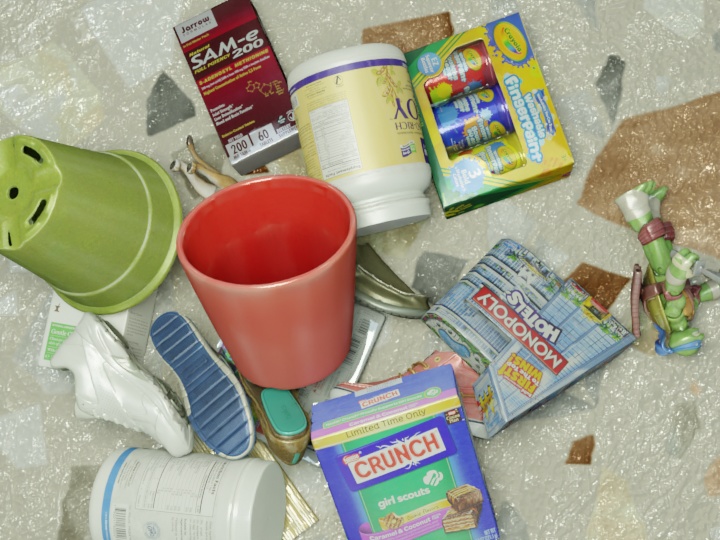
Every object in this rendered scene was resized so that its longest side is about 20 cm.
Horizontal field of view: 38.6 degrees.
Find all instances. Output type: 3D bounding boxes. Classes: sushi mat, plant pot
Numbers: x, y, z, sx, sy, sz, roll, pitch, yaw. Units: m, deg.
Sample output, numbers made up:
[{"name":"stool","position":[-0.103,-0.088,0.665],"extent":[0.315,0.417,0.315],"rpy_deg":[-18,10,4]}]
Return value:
[{"name":"sushi mat","position":[-0.146,0.252,1.256],"extent":[0.095,0.012,0.201],"rpy_deg":[-38,80,1]},{"name":"plant pot","position":[-0.090,0.022,1.144],"extent":[0.198,0.179,0.201],"rpy_deg":[-5,39,4]},{"name":"plant pot","position":[-0.331,-0.063,1.141],"extent":[0.198,0.190,0.202],"rpy_deg":[-4,79,20]}]

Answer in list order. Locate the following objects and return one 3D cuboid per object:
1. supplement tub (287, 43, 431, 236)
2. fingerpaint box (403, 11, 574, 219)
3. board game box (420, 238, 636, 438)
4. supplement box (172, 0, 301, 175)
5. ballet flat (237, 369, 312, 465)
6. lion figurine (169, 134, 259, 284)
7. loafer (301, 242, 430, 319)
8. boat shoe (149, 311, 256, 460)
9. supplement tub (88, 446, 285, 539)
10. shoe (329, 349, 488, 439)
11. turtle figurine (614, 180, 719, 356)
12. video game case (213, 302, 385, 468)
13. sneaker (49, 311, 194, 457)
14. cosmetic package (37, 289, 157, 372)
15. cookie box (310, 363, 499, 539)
[{"name":"supplement tub","position":[0.003,-0.148,1.206],"extent":[0.144,0.145,0.202],"rpy_deg":[-13,88,4]},{"name":"fingerpaint box","position":[0.149,-0.188,1.258],"extent":[0.165,0.073,0.202],"rpy_deg":[-18,80,4]},{"name":"board game box","position":[0.178,0.083,1.181],"extent":[0.200,0.062,0.200],"rpy_deg":[43,61,10]},{"name":"supplement box","position":[-0.149,-0.237,1.306],"extent":[0.108,0.061,0.202],"rpy_deg":[-25,79,3]},{"name":"ballet flat","position":[-0.101,0.148,1.194],"extent":[0.067,0.073,0.201],"rpy_deg":[-10,39,-18]},{"name":"lion figurine","position":[-0.170,-0.067,1.265],"extent":[0.072,0.122,0.202],"rpy_deg":[-33,47,41]},{"name":"loafer","position":[0.000,0.000,1.246],"extent":[0.198,0.075,0.070],"rpy_deg":[24,89,9]},{"name":"boat shoe","position":[-0.172,0.135,1.209],"extent":[0.072,0.072,0.201],"rpy_deg":[-34,66,4]},{"name":"supplement tub","position":[-0.198,0.276,1.188],"extent":[0.198,0.132,0.134],"rpy_deg":[2,82,14]},{"name":"shoe","position":[0.066,0.136,1.217],"extent":[0.198,0.071,0.092],"rpy_deg":[12,80,-4]},{"name":"turtle figurine","position":[0.385,-0.015,1.175],"extent":[0.143,0.200,0.196],"rpy_deg":[-13,73,-30]},{"name":"video game case","position":[-0.089,0.112,1.260],"extent":[0.181,0.023,0.202],"rpy_deg":[23,81,9]},{"name":"sneaker","position":[-0.275,0.149,1.182],"extent":[0.099,0.078,0.200],"rpy_deg":[-43,82,-3]},{"name":"cosmetic package","position":[-0.315,0.030,1.273],"extent":[0.106,0.085,0.202],"rpy_deg":[7,83,11]},{"name":"cookie box","position":[0.051,0.227,1.158],"extent":[0.169,0.075,0.202],"rpy_deg":[-17,114,3]}]
